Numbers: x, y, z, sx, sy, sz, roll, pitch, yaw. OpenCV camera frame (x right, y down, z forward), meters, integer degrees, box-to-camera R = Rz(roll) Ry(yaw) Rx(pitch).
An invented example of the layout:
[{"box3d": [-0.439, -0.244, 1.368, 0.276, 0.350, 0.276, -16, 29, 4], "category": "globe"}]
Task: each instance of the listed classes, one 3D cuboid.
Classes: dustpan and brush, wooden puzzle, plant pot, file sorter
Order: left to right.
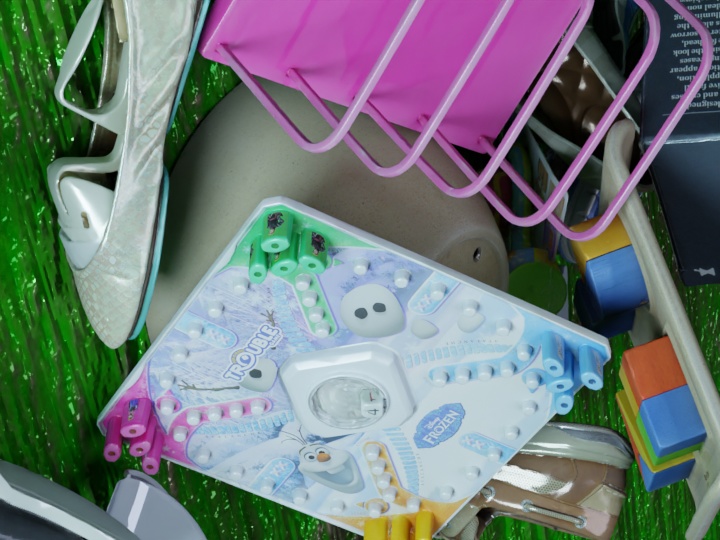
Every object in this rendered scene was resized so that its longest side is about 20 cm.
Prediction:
[{"box3d": [-0.109, 0.191, 1.271, 0.200, 0.057, 0.141, 28, 81, -49], "category": "dustpan and brush"}, {"box3d": [0.000, 0.000, 1.231, 0.200, 0.134, 0.202, -29, 130, -42], "category": "plant pot"}, {"box3d": [0.052, -0.110, 1.113, 0.199, 0.126, 0.139, 16, 115, -41], "category": "file sorter"}, {"box3d": [0.150, 0.040, 1.232, 0.185, 0.046, 0.202, 72, 2, -75], "category": "wooden puzzle"}]

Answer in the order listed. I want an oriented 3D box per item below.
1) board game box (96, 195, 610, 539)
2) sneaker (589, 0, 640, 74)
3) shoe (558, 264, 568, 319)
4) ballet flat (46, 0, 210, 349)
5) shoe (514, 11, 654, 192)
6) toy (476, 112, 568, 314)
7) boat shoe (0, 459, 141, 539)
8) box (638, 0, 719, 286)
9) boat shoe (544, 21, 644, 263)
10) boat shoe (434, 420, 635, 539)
[{"box3d": [-0.007, 0.067, 1.170, 0.199, 0.026, 0.200, 23, 133, -20], "category": "board game box"}, {"box3d": [0.137, -0.175, 1.393, 0.090, 0.078, 0.201, 78, 30, -82], "category": "sneaker"}, {"box3d": [0.080, 0.044, 1.427, 0.200, 0.090, 0.072, -56, 144, -72], "category": "shoe"}, {"box3d": [-0.122, -0.063, 1.110, 0.062, 0.067, 0.202, 7, 100, -26], "category": "ballet flat"}, {"box3d": [0.106, -0.120, 1.297, 0.070, 0.053, 0.200, -41, 107, 6], "category": "shoe"}, {"box3d": [0.078, -0.023, 1.334, 0.047, 0.200, 0.116, 4, 110, -10], "category": "toy"}, {"box3d": [-0.172, 0.127, 1.109, 0.200, 0.074, 0.061, 34, 86, -45], "category": "boat shoe"}, {"box3d": [0.221, -0.116, 1.289, 0.149, 0.106, 0.201, 63, 29, -56], "category": "box"}, {"box3d": [0.155, -0.099, 1.441, 0.201, 0.072, 0.072, -58, 144, -22], "category": "boat shoe"}, {"box3d": [0.056, 0.120, 1.317, 0.076, 0.198, 0.072, 31, 63, -71], "category": "boat shoe"}]
